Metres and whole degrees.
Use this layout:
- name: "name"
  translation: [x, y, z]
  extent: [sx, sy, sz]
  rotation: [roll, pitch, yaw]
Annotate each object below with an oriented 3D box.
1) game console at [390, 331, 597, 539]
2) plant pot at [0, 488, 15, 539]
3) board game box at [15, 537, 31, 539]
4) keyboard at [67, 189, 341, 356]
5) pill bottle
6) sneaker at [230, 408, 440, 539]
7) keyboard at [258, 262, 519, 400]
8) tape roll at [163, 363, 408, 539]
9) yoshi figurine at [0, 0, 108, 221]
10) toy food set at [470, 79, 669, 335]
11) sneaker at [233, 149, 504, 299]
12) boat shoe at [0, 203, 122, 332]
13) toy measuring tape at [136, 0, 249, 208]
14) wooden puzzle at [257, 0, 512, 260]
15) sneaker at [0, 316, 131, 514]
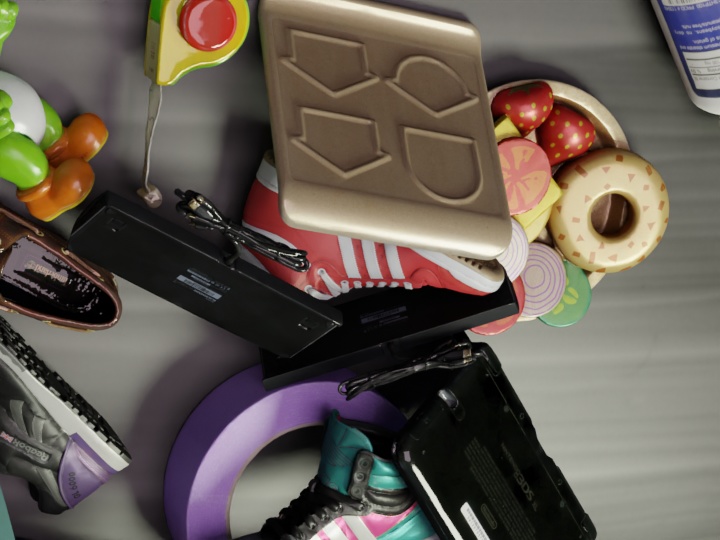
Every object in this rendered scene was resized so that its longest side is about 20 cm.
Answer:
- name: "game console"
  translation: [0.085, 0.147, 1.740]
  extent: [0.176, 0.116, 0.201]
  rotation: [-48, 120, -29]
- name: "plant pot"
  translation: [-0.339, 0.162, 1.569]
  extent: [0.199, 0.200, 0.162]
  rotation: [-9, 88, -19]
- name: "board game box"
  translation: [-0.240, 0.276, 1.727]
  extent: [0.199, 0.035, 0.136]
  rotation: [14, 99, -25]
- name: "keyboard"
  translation: [-0.099, -0.005, 1.608]
  extent: [0.199, 0.127, 0.021]
  rotation: [27, 53, -24]
- name: "pill bottle"
  translation: [0.295, -0.189, 1.760]
  extent: [0.119, 0.120, 0.201]
  rotation: [-31, 115, -11]
- name: "sneaker"
  translation: [-0.028, 0.167, 1.680]
  extent: [0.199, 0.084, 0.122]
  rotation: [-12, 114, -26]
- name: "keyboard"
  translation: [0.022, 0.052, 1.690]
  extent: [0.198, 0.127, 0.021]
  rotation: [-18, 120, 4]
- name: "tape roll"
  translation: [-0.048, 0.172, 1.758]
  extent: [0.199, 0.066, 0.202]
  rotation: [-6, 106, -20]
- name: "yoshi figurine"
  translation: [-0.254, -0.136, 1.569]
  extent: [0.200, 0.112, 0.112]
  rotation: [42, 72, -24]
- name: "toy food set"
  translation: [0.132, -0.048, 1.775]
  extent: [0.198, 0.049, 0.200]
  rotation: [-43, 116, -6]
- name: "sneaker"
  translation: [0.000, 0.000, 1.697]
  extent: [0.199, 0.071, 0.113]
  rotation: [25, 106, 2]
- name: "boat shoe"
  translation: [-0.258, -0.012, 1.618]
  extent: [0.199, 0.070, 0.071]
  rotation: [22, 97, -24]
- name: "toy measuring tape"
  translation: [-0.119, -0.144, 1.636]
  extent: [0.073, 0.074, 0.202]
  rotation: [1, 105, -22]
- name: "wooden puzzle"
  translation: [0.013, -0.104, 1.670]
  extent: [0.184, 0.046, 0.201]
  rotation: [9, 58, -24]
- name: "sneaker"
  translation: [-0.259, 0.102, 1.650]
  extent: [0.087, 0.076, 0.200]
  rotation: [-41, 116, 0]
